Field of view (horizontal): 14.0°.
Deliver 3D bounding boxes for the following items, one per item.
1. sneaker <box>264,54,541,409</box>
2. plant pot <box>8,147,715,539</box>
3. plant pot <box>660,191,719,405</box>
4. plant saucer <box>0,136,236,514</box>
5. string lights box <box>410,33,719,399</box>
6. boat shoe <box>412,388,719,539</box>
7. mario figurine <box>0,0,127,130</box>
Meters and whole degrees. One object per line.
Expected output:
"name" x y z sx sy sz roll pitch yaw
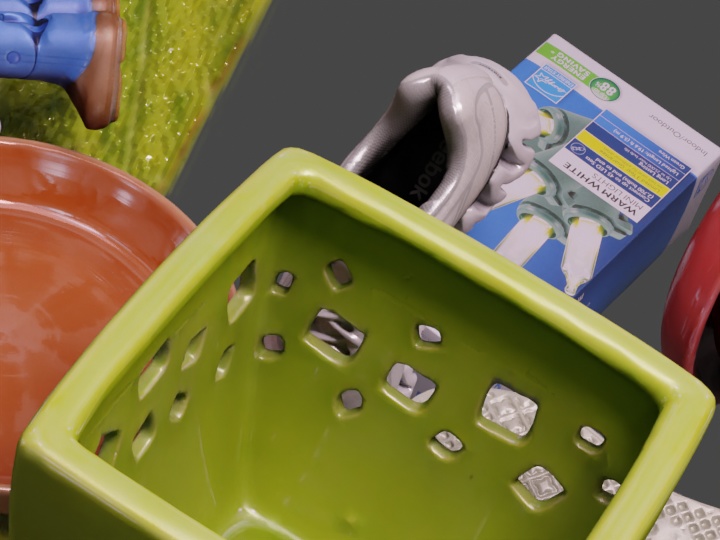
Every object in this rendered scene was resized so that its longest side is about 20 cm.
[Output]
"sneaker" 0.000 0.000 1.205 0.075 0.200 0.081 28 7 14
"plant pot" -0.012 0.109 1.095 0.200 0.182 0.199 30 46 11
"plant pot" 0.246 0.018 1.256 0.182 0.200 0.200 39 48 23
"plant saucer" -0.149 0.024 1.236 0.200 0.032 0.200 10 46 -10
"string lights box" 0.067 -0.015 1.324 0.103 0.059 0.200 36 48 14
"boat shoe" 0.102 0.112 1.214 0.200 0.062 0.075 24 65 8
"mario figurine" -0.208 -0.089 1.289 0.200 0.123 0.106 5 79 -11
